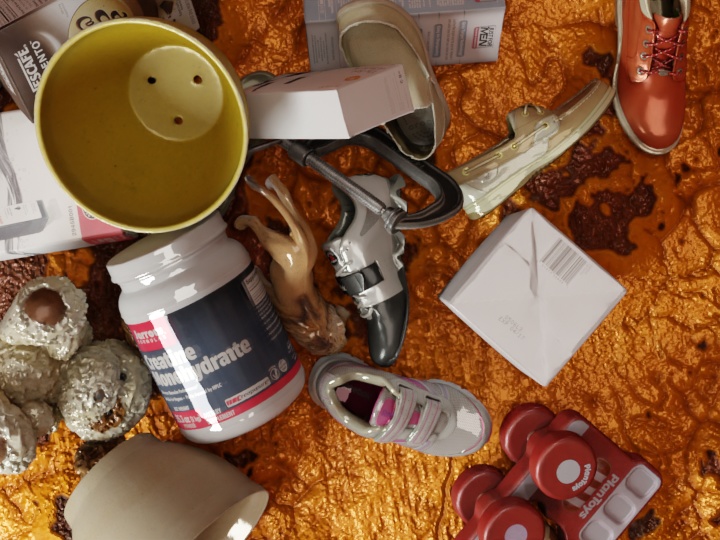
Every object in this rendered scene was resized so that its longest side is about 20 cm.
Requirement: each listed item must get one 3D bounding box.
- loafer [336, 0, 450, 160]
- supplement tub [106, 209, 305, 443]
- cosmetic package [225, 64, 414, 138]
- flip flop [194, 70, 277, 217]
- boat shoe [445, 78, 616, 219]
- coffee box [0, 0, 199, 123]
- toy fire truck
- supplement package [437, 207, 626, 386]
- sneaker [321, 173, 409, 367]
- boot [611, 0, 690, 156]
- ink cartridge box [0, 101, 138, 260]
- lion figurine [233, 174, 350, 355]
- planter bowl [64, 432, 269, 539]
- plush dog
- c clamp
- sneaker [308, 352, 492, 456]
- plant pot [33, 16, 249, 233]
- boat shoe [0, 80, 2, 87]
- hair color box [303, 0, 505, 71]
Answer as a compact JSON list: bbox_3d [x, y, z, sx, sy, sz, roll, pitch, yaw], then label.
[{"bbox_3d":[0.039,-0.186,1.208,0.075,0.200,0.069,-19,47,20],"label":"loafer"},{"bbox_3d":[-0.153,0.056,1.210,0.140,0.140,0.201,-25,103,0],"label":"supplement tub"},{"bbox_3d":[-0.044,-0.163,1.178,0.082,0.199,0.051,-28,111,-31],"label":"cosmetic package"},{"bbox_3d":[-0.144,-0.122,1.267,0.081,0.058,0.200,37,87,-4],"label":"flip flop"},{"bbox_3d":[0.175,-0.138,1.261,0.200,0.074,0.066,-41,96,0],"label":"boat shoe"},{"bbox_3d":[-0.273,-0.252,1.206,0.199,0.113,0.080,-34,51,-16],"label":"coffee box"},{"bbox_3d":[0.199,0.246,1.253,0.168,0.112,0.200,38,91,-19],"label":"toy fire truck"},{"bbox_3d":[0.161,0.023,1.198,0.121,0.200,0.120,40,90,0],"label":"supplement package"},{"bbox_3d":[0.000,0.000,1.252,0.088,0.074,0.202,1,81,-24],"label":"sneaker"},{"bbox_3d":[0.302,-0.220,1.247,0.074,0.107,0.202,-6,92,-2],"label":"boot"},{"bbox_3d":[-0.343,-0.090,1.255,0.199,0.085,0.147,-9,89,2],"label":"ink cartridge box"},{"bbox_3d":[-0.068,0.000,1.222,0.072,0.200,0.123,-34,57,-13],"label":"lion figurine"},{"bbox_3d":[-0.208,0.249,1.211,0.135,0.200,0.200,40,90,15],"label":"planter bowl"},{"bbox_3d":[-0.297,0.115,1.242,0.171,0.160,0.201,22,86,-20],"label":"plush dog"},{"bbox_3d":[-0.001,-0.093,1.225,0.199,0.171,0.027,32,130,18],"label":"c clamp"},{"bbox_3d":[0.039,0.147,1.251,0.199,0.088,0.082,15,95,1],"label":"sneaker"},{"bbox_3d":[-0.193,-0.155,1.168,0.198,0.142,0.201,2,113,5],"label":"plant pot"},{"bbox_3d":[-0.366,-0.252,1.264,0.066,0.072,0.200,45,95,0],"label":"boat shoe"},{"bbox_3d":[0.043,-0.257,1.242,0.198,0.099,0.061,-4,68,0],"label":"hair color box"}]
